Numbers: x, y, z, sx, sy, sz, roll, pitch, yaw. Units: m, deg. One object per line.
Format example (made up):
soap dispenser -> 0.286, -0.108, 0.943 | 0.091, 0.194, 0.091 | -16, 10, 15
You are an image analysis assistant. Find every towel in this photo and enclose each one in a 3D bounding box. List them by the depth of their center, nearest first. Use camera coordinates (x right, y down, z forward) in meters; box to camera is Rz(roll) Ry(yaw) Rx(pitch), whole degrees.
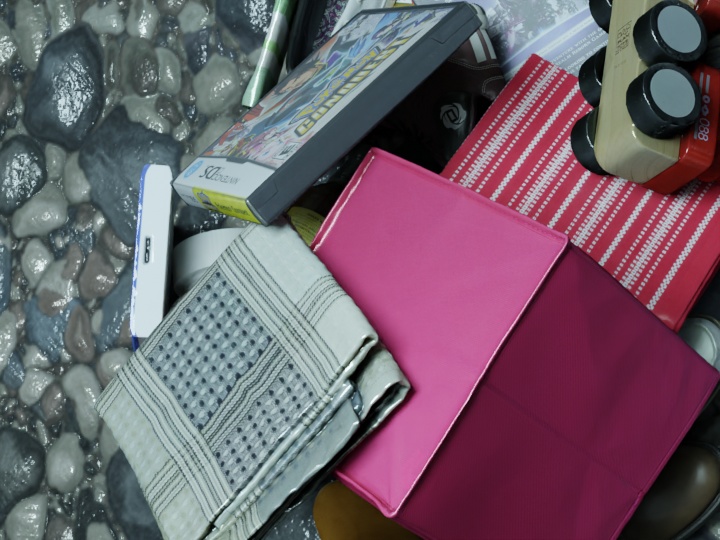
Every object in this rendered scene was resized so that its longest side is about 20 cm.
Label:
towel -> -0.077, 0.075, 1.032 | 0.193, 0.035, 0.200 | -47, 44, 8
towel -> 0.169, -0.055, 1.160 | 0.200, 0.022, 0.145 | 32, 63, 11
towel -> -0.060, -0.221, 1.307 | 0.023, 0.153, 0.200 | 16, 91, -2

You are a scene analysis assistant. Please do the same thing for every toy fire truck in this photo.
toy fire truck -> 0.269, -0.133, 1.147 | 0.129, 0.200, 0.176 | -37, 38, 59

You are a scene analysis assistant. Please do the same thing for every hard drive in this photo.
hard drive -> -0.167, 0.004, 1.331 | 0.025, 0.200, 0.132 | 4, 79, -5

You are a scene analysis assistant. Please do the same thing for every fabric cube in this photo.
fabric cube -> 0.070, 0.072, 1.075 | 0.196, 0.199, 0.200 | 31, 86, 46

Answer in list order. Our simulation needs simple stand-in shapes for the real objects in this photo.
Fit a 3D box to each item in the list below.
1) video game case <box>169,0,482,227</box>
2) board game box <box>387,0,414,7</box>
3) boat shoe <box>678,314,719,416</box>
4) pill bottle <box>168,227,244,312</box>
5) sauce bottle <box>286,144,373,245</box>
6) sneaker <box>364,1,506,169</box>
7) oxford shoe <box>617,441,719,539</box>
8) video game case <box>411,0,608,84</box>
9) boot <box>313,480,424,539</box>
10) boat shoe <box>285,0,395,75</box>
video game case -> -0.029, -0.112, 1.140 | 0.200, 0.026, 0.181 | -44, 20, -12
board game box -> 0.049, -0.204, 1.333 | 0.200, 0.035, 0.127 | -4, 78, 30
boat shoe -> 0.171, 0.097, 1.172 | 0.200, 0.068, 0.075 | -37, 63, 19
pill bottle -> -0.097, 0.075, 1.310 | 0.109, 0.110, 0.200 | -18, 67, 26
sauce bottle -> -0.040, -0.021, 1.276 | 0.065, 0.065, 0.200 | 15, 51, 32
sneaker -> 0.032, -0.108, 1.252 | 0.200, 0.076, 0.116 | -33, 77, 39
oxford shoe -> 0.162, 0.169, 1.154 | 0.200, 0.084, 0.073 | -25, 66, 22
video game case -> 0.145, -0.170, 1.246 | 0.143, 0.019, 0.200 | -33, 70, 9
boot -> 0.005, 0.219, 1.199 | 0.071, 0.144, 0.201 | -51, 59, 10
boat shoe -> -0.013, -0.235, 1.315 | 0.072, 0.068, 0.200 | 22, 91, 33
